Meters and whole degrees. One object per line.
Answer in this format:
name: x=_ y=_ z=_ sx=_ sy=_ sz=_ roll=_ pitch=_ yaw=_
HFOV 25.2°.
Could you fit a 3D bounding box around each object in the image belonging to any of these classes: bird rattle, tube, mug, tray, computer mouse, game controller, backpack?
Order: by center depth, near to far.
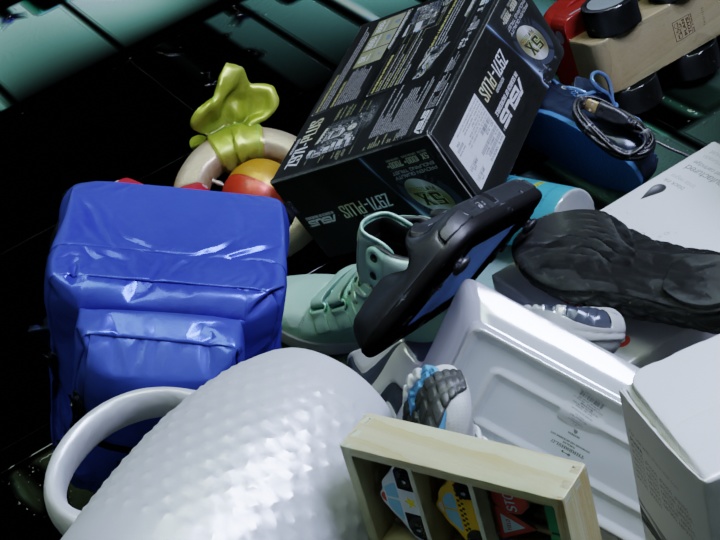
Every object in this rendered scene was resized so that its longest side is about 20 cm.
mug: x=-0.081 y=0.126 z=0.874 sx=0.199 sy=0.148 sz=0.176 roll=18 pitch=51 yaw=26
tray: x=0.122 y=0.097 z=0.917 sx=0.199 sy=0.108 sz=0.022 roll=28 pitch=13 yaw=11
game controller: x=0.056 y=-0.004 z=0.970 sx=0.042 sy=0.105 sz=0.200 roll=34 pitch=18 yaw=12
backpack: x=-0.134 y=0.065 z=1.040 sx=0.161 sy=0.201 sz=0.168 roll=9 pitch=42 yaw=-2
computer mouse: x=0.248 y=-0.090 z=1.173 sx=0.199 sy=0.034 sz=0.059 roll=20 pitch=54 yaw=9
tube: x=0.089 y=-0.052 z=1.246 sx=0.199 sy=0.051 sz=0.077 roll=14 pitch=46 yaw=45
bird rattle: x=-0.106 y=-0.066 z=1.303 sx=0.162 sy=0.113 sz=0.200 roll=20 pitch=50 yaw=18

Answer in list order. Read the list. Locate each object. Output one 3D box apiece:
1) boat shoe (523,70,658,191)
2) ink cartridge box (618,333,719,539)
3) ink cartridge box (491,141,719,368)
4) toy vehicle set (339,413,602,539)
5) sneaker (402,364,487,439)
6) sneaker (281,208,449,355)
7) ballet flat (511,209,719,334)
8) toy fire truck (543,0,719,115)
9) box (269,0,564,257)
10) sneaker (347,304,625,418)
boat shoe: x=0.170 y=-0.128 z=1.274 sx=0.069 sy=0.084 sz=0.200 roll=-40 pitch=42 yaw=-11
ink cartridge box: x=0.224 y=0.124 z=0.814 sx=0.146 sy=0.201 sz=0.083 roll=-23 pitch=36 yaw=-8
ink cartridge box: x=0.208 y=0.016 z=1.064 sx=0.199 sy=0.085 sz=0.146 roll=-30 pitch=37 yaw=-17
toy vehicle set: x=0.070 y=0.167 z=0.822 sx=0.124 sy=0.201 sz=0.027 roll=9 pitch=41 yaw=33
sneaker: x=0.068 y=0.123 z=0.891 sx=0.086 sy=0.201 sz=0.075 roll=-5 pitch=45 yaw=1
sneaker: x=0.000 y=0.000 z=1.146 sx=0.199 sy=0.119 sz=0.074 roll=6 pitch=43 yaw=31
ballet flat: x=0.167 y=0.007 z=0.993 sx=0.199 sy=0.057 sz=0.067 roll=21 pitch=69 yaw=49
toy fire truck: x=0.219 y=-0.237 z=1.385 sx=0.175 sy=0.129 sz=0.200 roll=-31 pitch=26 yaw=-17
box: x=0.047 y=-0.121 z=1.254 sx=0.163 sy=0.086 sz=0.201 roll=-14 pitch=37 yaw=40
sneaker: x=0.081 y=0.097 z=0.983 sx=0.198 sy=0.131 sz=0.079 roll=-15 pitch=-12 yaw=31
